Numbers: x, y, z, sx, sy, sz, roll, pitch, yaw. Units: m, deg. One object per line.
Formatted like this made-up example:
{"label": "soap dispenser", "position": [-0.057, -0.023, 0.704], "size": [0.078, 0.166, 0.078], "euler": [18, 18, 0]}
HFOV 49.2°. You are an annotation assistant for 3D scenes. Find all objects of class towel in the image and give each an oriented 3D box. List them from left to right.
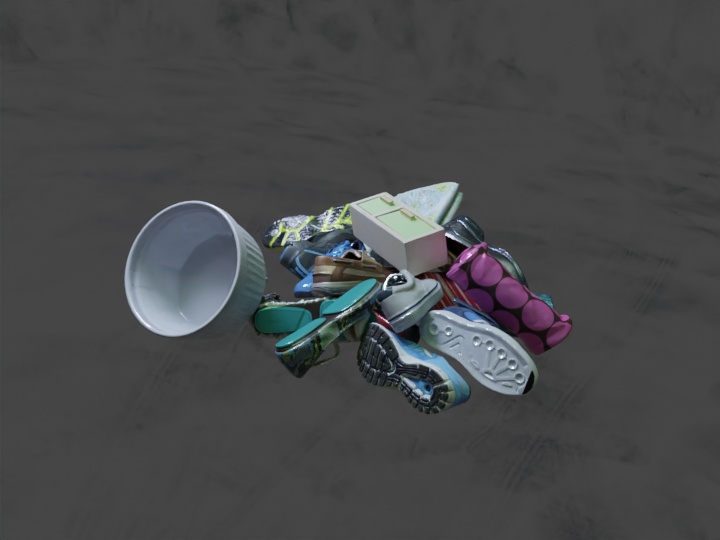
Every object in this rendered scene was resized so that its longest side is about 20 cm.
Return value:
{"label": "towel", "position": [0.083, -0.074, 1.430], "size": [0.171, 0.048, 0.200], "euler": [-7, 43, 47]}
{"label": "towel", "position": [0.178, 0.040, 1.319], "size": [0.200, 0.023, 0.145], "euler": [-1, 26, -14]}

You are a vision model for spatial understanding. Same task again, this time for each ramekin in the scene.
{"label": "ramekin", "position": [-0.234, 0.009, 1.155], "size": [0.200, 0.200, 0.105], "euler": [19, -6, 27]}

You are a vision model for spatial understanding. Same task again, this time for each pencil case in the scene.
{"label": "pencil case", "position": [0.227, 0.040, 1.206], "size": [0.200, 0.091, 0.094], "euler": [43, 37, -4]}

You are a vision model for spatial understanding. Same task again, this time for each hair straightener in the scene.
{"label": "hair straightener", "position": [0.024, 0.073, 1.275], "size": [0.077, 0.041, 0.200], "euler": [-9, 22, -43]}

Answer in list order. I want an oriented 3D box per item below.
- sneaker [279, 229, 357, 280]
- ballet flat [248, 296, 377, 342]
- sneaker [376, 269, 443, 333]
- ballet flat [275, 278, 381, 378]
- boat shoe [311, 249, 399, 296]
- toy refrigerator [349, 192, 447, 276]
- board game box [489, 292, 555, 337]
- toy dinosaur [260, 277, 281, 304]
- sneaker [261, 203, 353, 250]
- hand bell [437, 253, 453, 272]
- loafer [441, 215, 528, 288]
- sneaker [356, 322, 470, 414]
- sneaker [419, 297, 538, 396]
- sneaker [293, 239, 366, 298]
{"label": "sneaker", "position": [-0.062, -0.018, 1.435], "size": [0.082, 0.073, 0.200], "euler": [47, 35, 16]}
{"label": "ballet flat", "position": [-0.072, 0.075, 1.207], "size": [0.200, 0.072, 0.072], "euler": [4, 24, -8]}
{"label": "sneaker", "position": [0.074, 0.030, 1.173], "size": [0.073, 0.071, 0.200], "euler": [-29, 2, 15]}
{"label": "ballet flat", "position": [-0.037, 0.087, 1.140], "size": [0.200, 0.074, 0.074], "euler": [-34, 42, -29]}
{"label": "boat shoe", "position": [0.000, 0.000, 1.268], "size": [0.076, 0.072, 0.200], "euler": [-6, -1, 38]}
{"label": "toy refrigerator", "position": [0.060, -0.066, 1.310], "size": [0.076, 0.070, 0.200], "euler": [-20, 29, -19]}
{"label": "board game box", "position": [0.229, 0.067, 1.334], "size": [0.200, 0.028, 0.135], "euler": [8, 24, 4]}
{"label": "toy dinosaur", "position": [-0.180, 0.042, 1.277], "size": [0.088, 0.048, 0.200], "euler": [11, 20, 28]}
{"label": "sneaker", "position": [-0.091, -0.066, 1.525], "size": [0.200, 0.076, 0.075], "euler": [-10, 58, 1]}
{"label": "hand bell", "position": [0.140, -0.035, 1.417], "size": [0.104, 0.104, 0.200], "euler": [4, 15, -6]}
{"label": "loafer", "position": [0.197, -0.010, 1.309], "size": [0.072, 0.073, 0.200], "euler": [-21, 48, -28]}
{"label": "sneaker", "position": [0.073, 0.140, 1.104], "size": [0.090, 0.078, 0.200], "euler": [10, 18, -44]}
{"label": "sneaker", "position": [0.195, 0.110, 1.145], "size": [0.200, 0.081, 0.146], "euler": [28, 15, 34]}
{"label": "sneaker", "position": [-0.050, -0.004, 1.321], "size": [0.066, 0.079, 0.200], "euler": [0, 14, 33]}
